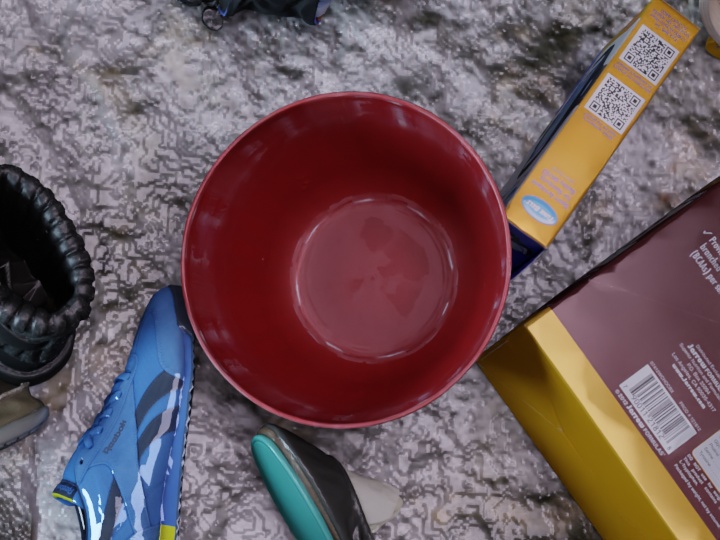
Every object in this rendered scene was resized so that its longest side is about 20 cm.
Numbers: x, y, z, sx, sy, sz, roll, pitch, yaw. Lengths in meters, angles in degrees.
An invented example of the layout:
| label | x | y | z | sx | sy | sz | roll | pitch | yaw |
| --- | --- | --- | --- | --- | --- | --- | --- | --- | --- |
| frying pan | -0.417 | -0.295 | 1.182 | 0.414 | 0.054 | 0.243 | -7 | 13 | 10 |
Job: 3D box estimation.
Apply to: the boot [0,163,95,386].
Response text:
| label | x | y | z | sx | sy | sz | roll | pitch | yaw |
| --- | --- | --- | --- | --- | --- | --- | --- | --- | --- |
| boot | -0.240 | -0.027 | 1.464 | 0.211 | 0.158 | 0.079 | 39 | 73 | 4 |

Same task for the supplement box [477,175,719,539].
| label | x | y | z | sx | sy | sz | roll | pitch | yaw |
| --- | --- | --- | --- | --- | --- | --- | --- | --- | --- |
| supplement box | 0.218 | 0.067 | 1.547 | 0.200 | 0.133 | 0.198 | -35 | 87 | -15 |

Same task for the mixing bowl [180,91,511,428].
| label | x | y | z | sx | sy | sz | roll | pitch | yaw |
| --- | --- | --- | --- | --- | --- | --- | --- | --- | --- |
| mixing bowl | 0.000 | 0.000 | 1.518 | 0.199 | 0.108 | 0.201 | -1 | 82 | 11 |

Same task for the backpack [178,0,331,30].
| label | x | y | z | sx | sy | sz | roll | pitch | yaw |
| --- | --- | --- | --- | --- | --- | --- | --- | --- | --- |
| backpack | -0.029 | -0.265 | 1.543 | 0.153 | 0.200 | 0.191 | 3 | 72 | -15 |

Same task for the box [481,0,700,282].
| label | x | y | z | sx | sy | sz | roll | pitch | yaw |
| --- | --- | --- | --- | --- | --- | --- | --- | --- | --- |
| box | 0.129 | -0.071 | 1.564 | 0.041 | 0.119 | 0.200 | 38 | 74 | -2 |

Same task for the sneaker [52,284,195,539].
| label | x | y | z | sx | sy | sz | roll | pitch | yaw |
| --- | --- | --- | --- | --- | --- | --- | --- | --- | --- |
| sneaker | -0.143 | 0.104 | 1.507 | 0.078 | 0.066 | 0.201 | 8 | 78 | -5 |

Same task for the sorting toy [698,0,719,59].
| label | x | y | z | sx | sy | sz | roll | pitch | yaw |
| --- | --- | --- | --- | --- | --- | --- | --- | --- | --- |
| sorting toy | 0.320 | -0.217 | 1.645 | 0.199 | 0.107 | 0.181 | 17 | 69 | -6 |

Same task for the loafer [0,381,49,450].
| label | x | y | z | sx | sy | sz | roll | pitch | yaw |
| --- | --- | --- | --- | --- | --- | --- | --- | --- | --- |
| loafer | -0.285 | 0.086 | 1.478 | 0.199 | 0.075 | 0.070 | -8 | 85 | -12 |

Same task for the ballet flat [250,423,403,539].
| label | x | y | z | sx | sy | sz | roll | pitch | yaw |
| --- | --- | --- | --- | --- | --- | --- | --- | --- | --- |
| ballet flat | 0.001 | 0.175 | 1.525 | 0.068 | 0.068 | 0.201 | -26 | 95 | -24 |
